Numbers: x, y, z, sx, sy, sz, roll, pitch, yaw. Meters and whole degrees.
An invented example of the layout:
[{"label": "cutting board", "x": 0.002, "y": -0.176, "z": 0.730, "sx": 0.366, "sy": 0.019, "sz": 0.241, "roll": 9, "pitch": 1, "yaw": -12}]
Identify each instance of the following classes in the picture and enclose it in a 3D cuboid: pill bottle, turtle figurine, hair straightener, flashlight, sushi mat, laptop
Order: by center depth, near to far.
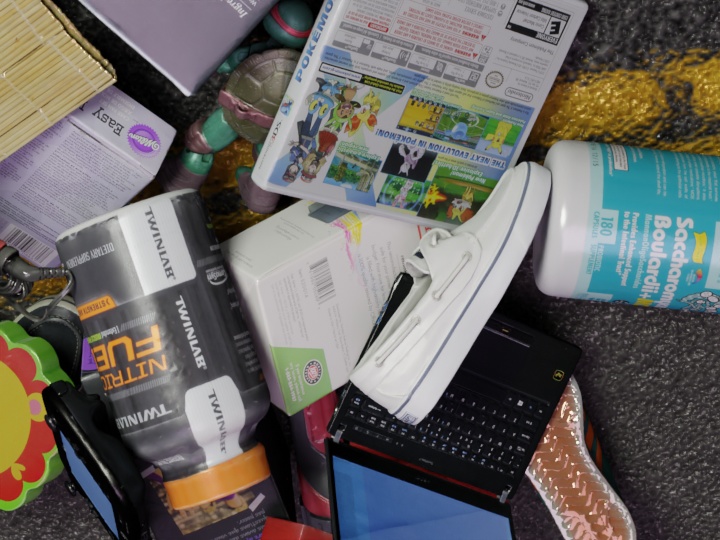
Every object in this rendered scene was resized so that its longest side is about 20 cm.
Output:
[{"label": "sushi mat", "x": -0.259, "y": -0.108, "z": 1.148, "sx": 0.199, "sy": 0.012, "sz": 0.096, "roll": -31, "pitch": 115, "yaw": 22}, {"label": "pill bottle", "x": -0.124, "y": 0.055, "z": 1.195, "sx": 0.105, "sy": 0.106, "sz": 0.202, "roll": -20, "pitch": 90, "yaw": 14}, {"label": "turtle figurine", "x": -0.067, "y": -0.131, "z": 1.220, "sx": 0.148, "sy": 0.101, "sz": 0.201, "roll": 21, "pitch": 126, "yaw": -10}, {"label": "hair straightener", "x": -0.262, "y": -0.017, "z": 1.220, "sx": 0.199, "sy": 0.041, "sz": 0.077, "roll": 23, "pitch": 152, "yaw": 32}, {"label": "pill bottle", "x": 0.225, "y": -0.028, "z": 1.257, "sx": 0.198, "sy": 0.111, "sz": 0.112, "roll": 5, "pitch": 122, "yaw": -1}, {"label": "laptop", "x": 0.074, "y": 0.132, "z": 1.262, "sx": 0.176, "sy": 0.103, "sz": 0.201, "roll": 23, "pitch": 95, "yaw": -31}, {"label": "flashlight", "x": -0.024, "y": 0.118, "z": 1.386, "sx": 0.067, "sy": 0.068, "sz": 0.202, "roll": -18, "pitch": 122, "yaw": -20}]

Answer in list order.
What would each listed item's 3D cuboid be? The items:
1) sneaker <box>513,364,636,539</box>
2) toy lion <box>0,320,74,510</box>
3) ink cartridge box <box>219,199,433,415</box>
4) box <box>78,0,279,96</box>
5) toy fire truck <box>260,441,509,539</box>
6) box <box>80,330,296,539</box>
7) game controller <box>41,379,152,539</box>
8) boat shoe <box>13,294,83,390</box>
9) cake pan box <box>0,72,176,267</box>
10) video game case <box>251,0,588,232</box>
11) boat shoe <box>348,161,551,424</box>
[{"label": "sneaker", "x": 0.150, "y": 0.135, "z": 1.388, "sx": 0.071, "sy": 0.080, "sz": 0.202, "roll": -24, "pitch": 97, "yaw": 1}, {"label": "toy lion", "x": -0.313, "y": 0.101, "z": 1.341, "sx": 0.199, "sy": 0.069, "sz": 0.193, "roll": -34, "pitch": 87, "yaw": 22}, {"label": "ink cartridge box", "x": 0.000, "y": 0.000, "z": 1.278, "sx": 0.199, "sy": 0.067, "sz": 0.118, "roll": -28, "pitch": 124, "yaw": -25}, {"label": "box", "x": -0.081, "y": -0.230, "z": 1.100, "sx": 0.107, "sy": 0.149, "sz": 0.200, "roll": 40, "pitch": 99, "yaw": -20}, {"label": "toy fire truck", "x": 0.027, "y": 0.184, "z": 1.358, "sx": 0.199, "sy": 0.142, "sz": 0.049, "roll": 28, "pitch": 163, "yaw": -35}, {"label": "box", "x": -0.126, "y": 0.113, "z": 1.347, "sx": 0.105, "sy": 0.123, "sz": 0.201, "roll": -17, "pitch": 120, "yaw": 4}, {"label": "game controller", "x": -0.178, "y": 0.143, "z": 1.222, "sx": 0.042, "sy": 0.105, "sz": 0.200, "roll": -25, "pitch": 162, "yaw": -13}, {"label": "boat shoe", "x": -0.266, "y": 0.102, "z": 1.388, "sx": 0.074, "sy": 0.062, "sz": 0.200, "roll": 32, "pitch": 116, "yaw": -14}, {"label": "cake pan box", "x": -0.245, "y": -0.093, "z": 1.232, "sx": 0.199, "sy": 0.053, "sz": 0.184, "roll": 34, "pitch": 145, "yaw": -16}, {"label": "video game case", "x": 0.042, "y": -0.121, "z": 1.185, "sx": 0.199, "sy": 0.022, "sz": 0.184, "roll": 11, "pitch": 110, "yaw": -40}, {"label": "boat shoe", "x": 0.061, "y": 0.004, "z": 1.212, "sx": 0.065, "sy": 0.074, "sz": 0.201, "roll": 32, "pitch": 76, "yaw": -8}]
